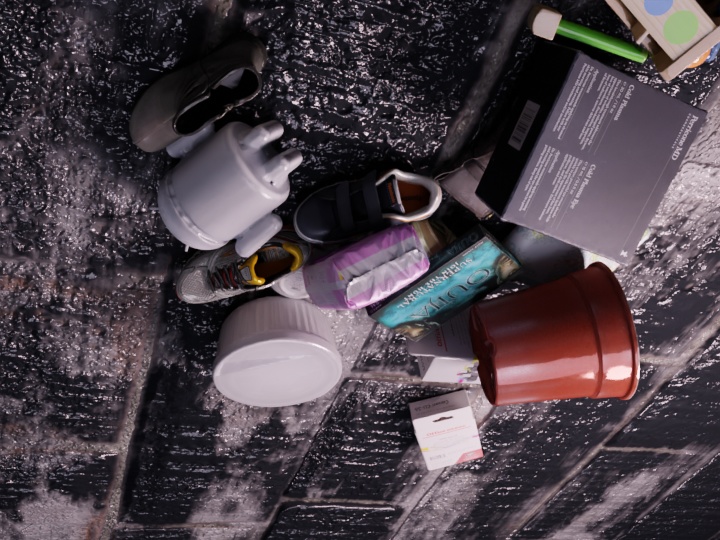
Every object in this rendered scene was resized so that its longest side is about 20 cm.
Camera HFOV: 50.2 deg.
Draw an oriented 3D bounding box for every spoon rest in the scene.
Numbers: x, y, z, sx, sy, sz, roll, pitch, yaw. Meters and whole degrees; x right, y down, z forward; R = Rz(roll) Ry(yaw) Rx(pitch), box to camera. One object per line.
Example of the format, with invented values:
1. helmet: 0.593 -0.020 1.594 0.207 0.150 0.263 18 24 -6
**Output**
1. spoon rest: -0.048 0.015 1.138 0.198 0.061 0.100 18 131 -10

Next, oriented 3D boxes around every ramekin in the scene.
1. ramekin: -0.129 0.122 1.185 0.200 0.095 0.203 -5 144 -4

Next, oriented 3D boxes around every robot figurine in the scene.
1. robot figurine: -0.166 -0.100 0.935 0.199 0.113 0.171 -32 94 21

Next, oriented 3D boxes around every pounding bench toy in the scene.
1. pounding bench toy: 0.294 -0.274 0.800 0.156 0.125 0.200 42 120 -14

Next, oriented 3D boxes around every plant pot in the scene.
1. plant pot: 0.267 0.103 1.109 0.193 0.202 0.202 -10 138 -2

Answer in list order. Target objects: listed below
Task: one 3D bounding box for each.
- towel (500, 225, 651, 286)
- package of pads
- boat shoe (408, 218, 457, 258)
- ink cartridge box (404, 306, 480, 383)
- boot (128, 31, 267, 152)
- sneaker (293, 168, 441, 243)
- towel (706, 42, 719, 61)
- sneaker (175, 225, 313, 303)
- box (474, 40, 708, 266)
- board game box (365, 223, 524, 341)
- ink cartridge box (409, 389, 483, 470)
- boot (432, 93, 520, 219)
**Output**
1. towel: 0.315 -0.040 1.154 0.198 0.048 0.172 17 128 -28
2. package of pads: 0.000 0.000 1.008 0.119 0.076 0.200 -23 -177 -15
3. boat shoe: 0.134 -0.026 1.113 0.063 0.074 0.201 -33 136 13
4. ink cartridge box: 0.151 0.114 1.232 0.197 0.116 0.068 6 136 -16
5. boot: -0.187 -0.179 0.827 0.199 0.131 0.068 -31 117 18
6. sneaker: 0.010 -0.088 1.000 0.198 0.079 0.079 -14 175 -8
7. towel: 0.403 -0.334 0.855 0.110 0.049 0.201 11 133 -21
8. sneaker: -0.163 -0.007 1.047 0.198 0.082 0.079 -22 104 7
9. box: 0.265 -0.136 0.907 0.180 0.104 0.202 19 107 -16
10. board game box: 0.120 0.023 1.087 0.199 0.028 0.135 -35 143 20
11. ink cartridge box: 0.161 0.296 1.464 0.115 0.068 0.201 -15 139 3
12. boot: 0.216 -0.132 1.025 0.199 0.070 0.174 27 127 -21
